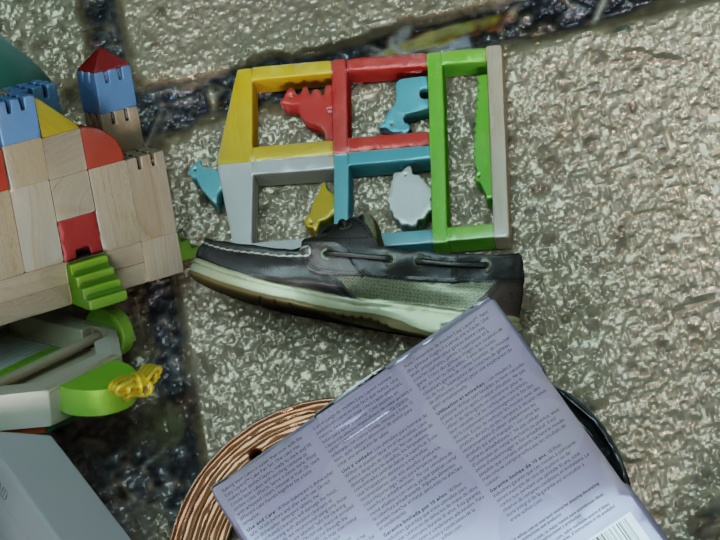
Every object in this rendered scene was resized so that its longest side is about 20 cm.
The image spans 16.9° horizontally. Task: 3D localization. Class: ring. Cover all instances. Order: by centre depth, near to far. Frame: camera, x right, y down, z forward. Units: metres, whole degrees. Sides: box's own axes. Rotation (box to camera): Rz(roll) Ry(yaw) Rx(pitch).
[{"bbox_3d":[-0.014,0.170,1.399,0.199,0.019,0.201,-4,68,10],"label":"ring"}]

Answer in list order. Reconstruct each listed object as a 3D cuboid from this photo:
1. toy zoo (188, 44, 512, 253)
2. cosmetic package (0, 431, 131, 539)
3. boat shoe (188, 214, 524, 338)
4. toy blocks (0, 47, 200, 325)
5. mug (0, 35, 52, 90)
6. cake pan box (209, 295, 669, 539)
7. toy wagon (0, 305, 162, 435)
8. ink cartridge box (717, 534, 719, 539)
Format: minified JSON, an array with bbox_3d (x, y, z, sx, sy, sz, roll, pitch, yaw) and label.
[{"bbox_3d":[-0.008,-0.068,1.495,0.199,0.020,0.132,-4,67,9],"label":"toy zoo"},{"bbox_3d":[-0.169,0.199,1.294,0.200,0.051,0.151,42,116,50],"label":"cosmetic package"},{"bbox_3d":[0.000,0.000,1.432,0.200,0.072,0.066,11,86,9],"label":"boat shoe"},{"bbox_3d":[-0.191,-0.049,1.418,0.199,0.100,0.137,-17,107,-28],"label":"toy blocks"},{"bbox_3d":[-0.281,-0.093,1.499,0.152,0.185,0.115,29,77,-5],"label":"mug"},{"bbox_3d":[0.048,0.138,1.295,0.200,0.052,0.184,-35,68,-4],"label":"cake pan box"},{"bbox_3d":[-0.200,0.059,1.404,0.199,0.040,0.155,13,25,34],"label":"toy wagon"},{"bbox_3d":[0.275,0.209,1.298,0.199,0.075,0.165,23,75,18],"label":"ink cartridge box"}]
